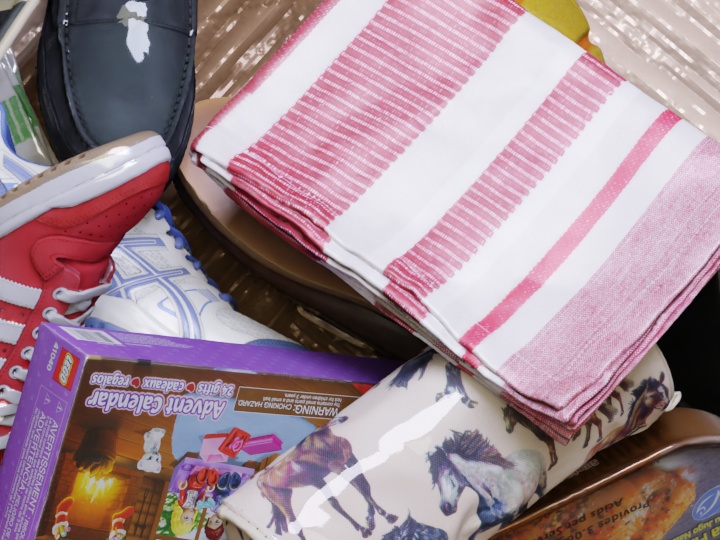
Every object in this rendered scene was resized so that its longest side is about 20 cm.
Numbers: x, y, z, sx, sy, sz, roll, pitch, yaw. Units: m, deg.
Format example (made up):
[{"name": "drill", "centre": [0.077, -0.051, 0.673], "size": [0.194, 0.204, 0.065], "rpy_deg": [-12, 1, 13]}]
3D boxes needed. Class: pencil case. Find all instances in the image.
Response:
[{"name": "pencil case", "centre": [0.039, 0.077, 1.154], "size": [0.200, 0.078, 0.090], "rpy_deg": [-36, 108, -21]}]

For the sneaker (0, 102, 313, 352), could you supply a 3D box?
[{"name": "sneaker", "centre": [-0.099, -0.007, 1.224], "size": [0.199, 0.075, 0.088], "rpy_deg": [26, 77, 2]}]

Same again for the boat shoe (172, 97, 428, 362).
[{"name": "boat shoe", "centre": [0.000, 0.000, 1.258], "size": [0.200, 0.070, 0.070], "rpy_deg": [34, 65, 4]}]

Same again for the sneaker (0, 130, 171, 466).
[{"name": "sneaker", "centre": [-0.134, 0.035, 1.152], "size": [0.200, 0.071, 0.113], "rpy_deg": [-34, 82, 22]}]

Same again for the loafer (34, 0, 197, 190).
[{"name": "loafer", "centre": [-0.104, -0.117, 1.235], "size": [0.068, 0.071, 0.201], "rpy_deg": [4, 48, -10]}]

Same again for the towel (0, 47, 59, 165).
[{"name": "towel", "centre": [-0.203, -0.029, 1.271], "size": [0.152, 0.023, 0.201], "rpy_deg": [-24, 81, -9]}]

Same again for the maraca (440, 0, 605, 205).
[{"name": "maraca", "centre": [0.058, -0.073, 1.243], "size": [0.107, 0.137, 0.200], "rpy_deg": [-54, 56, 25]}]

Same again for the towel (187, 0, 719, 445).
[{"name": "towel", "centre": [0.048, -0.040, 1.153], "size": [0.200, 0.023, 0.144], "rpy_deg": [36, 68, 16]}]

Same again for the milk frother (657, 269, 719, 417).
[{"name": "milk frother", "centre": [0.225, -0.042, 1.223], "size": [0.180, 0.188, 0.201], "rpy_deg": [-7, 84, -22]}]

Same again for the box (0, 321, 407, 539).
[{"name": "box", "centre": [-0.058, 0.099, 1.169], "size": [0.199, 0.039, 0.137], "rpy_deg": [7, 106, -40]}]

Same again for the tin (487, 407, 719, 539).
[{"name": "tin", "centre": [0.092, 0.132, 1.226], "size": [0.199, 0.042, 0.112], "rpy_deg": [-24, 119, -13]}]

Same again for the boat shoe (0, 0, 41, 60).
[{"name": "boat shoe", "centre": [-0.197, -0.073, 1.204], "size": [0.062, 0.071, 0.200], "rpy_deg": [26, 78, 40]}]
